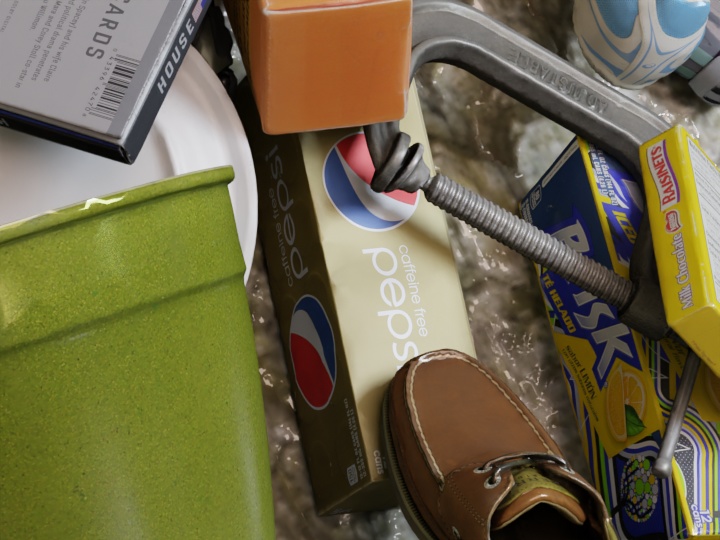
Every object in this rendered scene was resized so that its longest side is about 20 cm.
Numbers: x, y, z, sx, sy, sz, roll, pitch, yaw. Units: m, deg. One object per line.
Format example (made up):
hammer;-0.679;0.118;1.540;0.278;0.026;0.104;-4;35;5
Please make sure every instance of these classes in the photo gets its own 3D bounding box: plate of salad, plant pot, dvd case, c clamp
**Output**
plate of salad;-0.140;-0.022;1.011;0.198;0.048;0.202;-1;83;4
plant pot;-0.113;0.084;0.884;0.199;0.200;0.194;-17;90;-27
dvd case;-0.152;-0.137;1.002;0.199;0.025;0.151;18;71;18
c clamp;0.079;-0.030;1.047;0.199;0.027;0.171;33;51;-5

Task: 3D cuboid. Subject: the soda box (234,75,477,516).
soda box;0.000;0.000;1.068;0.064;0.068;0.201;-5;74;-24

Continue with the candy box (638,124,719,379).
candy box;0.183;0.033;1.056;0.200;0.026;0.103;44;28;-39

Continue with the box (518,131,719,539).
box;0.134;0.039;1.090;0.070;0.064;0.201;2;59;-26

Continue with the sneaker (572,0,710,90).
sneaker;0.135;-0.175;1.138;0.072;0.072;0.201;22;50;-29

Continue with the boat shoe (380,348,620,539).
boat shoe;0.068;0.099;0.948;0.072;0.068;0.201;-16;54;-19

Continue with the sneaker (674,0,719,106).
sneaker;0.191;-0.182;1.212;0.087;0.074;0.201;31;64;-5

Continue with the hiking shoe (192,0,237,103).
hiking shoe;-0.131;-0.139;1.054;0.100;0.076;0.201;-24;86;-29

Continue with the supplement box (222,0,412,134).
supplement box;-0.032;-0.145;1.052;0.068;0.067;0.201;-7;42;-9
